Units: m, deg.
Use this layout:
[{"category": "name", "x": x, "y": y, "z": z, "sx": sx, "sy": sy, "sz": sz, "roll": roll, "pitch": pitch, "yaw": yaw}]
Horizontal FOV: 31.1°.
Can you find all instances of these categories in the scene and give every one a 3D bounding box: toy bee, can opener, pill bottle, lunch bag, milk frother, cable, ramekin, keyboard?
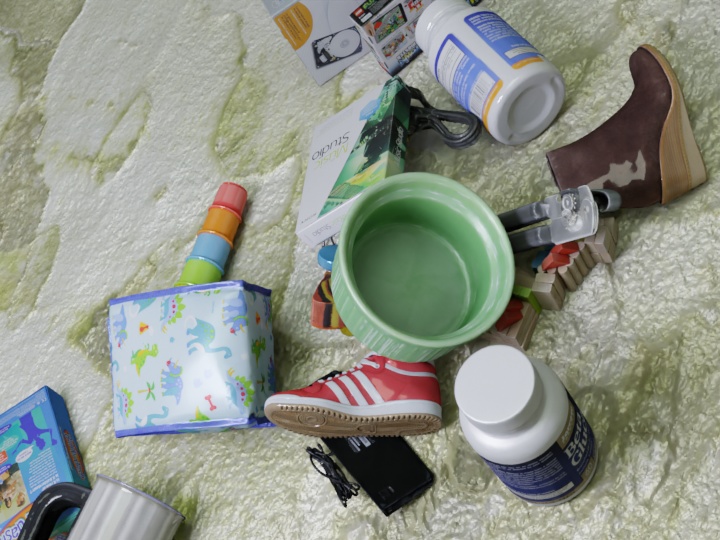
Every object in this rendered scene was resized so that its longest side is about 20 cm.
[{"category": "toy bee", "x": 0.000, "y": 0.000, "z": 1.533, "sx": 0.107, "sy": 0.132, "sz": 0.201, "roll": 4, "pitch": 50, "yaw": 1}, {"category": "can opener", "x": 0.215, "y": -0.053, "z": 1.443, "sx": 0.200, "sy": 0.066, "sz": 0.054, "roll": -18, "pitch": 80, "yaw": 64}, {"category": "pill bottle", "x": 0.164, "y": 0.154, "z": 1.302, "sx": 0.110, "sy": 0.200, "sz": 0.112, "roll": -12, "pitch": 58, "yaw": 20}, {"category": "lunch bag", "x": -0.205, "y": 0.108, "z": 1.535, "sx": 0.198, "sy": 0.127, "sz": 0.172, "roll": -7, "pitch": 80, "yaw": 14}, {"category": "pill bottle", "x": 0.154, "y": -0.255, "z": 1.600, "sx": 0.112, "sy": 0.112, "sz": 0.200, "roll": -39, "pitch": 52, "yaw": 1}, {"category": "milk frother", "x": -0.315, "y": 0.316, "z": 1.432, "sx": 0.179, "sy": 0.200, "sz": 0.190, "roll": 23, "pitch": 72, "yaw": 3}, {"category": "cable", "x": 0.085, "y": -0.184, "z": 1.619, "sx": 0.199, "sy": 0.051, "sz": 0.097, "roll": 11, "pitch": 55, "yaw": 41}, {"category": "ramekin", "x": 0.062, "y": 0.003, "z": 1.427, "sx": 0.198, "sy": 0.098, "sz": 0.202, "roll": 6, "pitch": 67, "yaw": -13}, {"category": "keyboard", "x": -0.010, "y": 0.205, "z": 1.473, "sx": 0.103, "sy": 0.040, "sz": 0.200, "roll": -28, "pitch": 49, "yaw": -20}]

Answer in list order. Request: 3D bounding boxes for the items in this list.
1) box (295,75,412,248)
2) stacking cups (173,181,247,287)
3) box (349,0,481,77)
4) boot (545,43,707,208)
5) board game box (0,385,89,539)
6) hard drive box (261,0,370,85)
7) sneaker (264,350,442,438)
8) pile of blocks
[{"category": "box", "x": -0.007, "y": -0.134, "z": 1.568, "sx": 0.144, "sy": 0.036, "sz": 0.201, "roll": -30, "pitch": 36, "yaw": 31}, {"category": "stacking cups", "x": -0.198, "y": -0.021, "z": 1.676, "sx": 0.060, "sy": 0.061, "sz": 0.202, "roll": 2, "pitch": 60, "yaw": 27}, {"category": "box", "x": 0.088, "y": -0.356, "z": 1.692, "sx": 0.200, "sy": 0.110, "sz": 0.035, "roll": -40, "pitch": 52, "yaw": -1}, {"category": "boot", "x": 0.292, "y": -0.160, "z": 1.488, "sx": 0.165, "sy": 0.072, "sz": 0.202, "roll": -15, "pitch": 64, "yaw": 3}, {"category": "board game box", "x": -0.421, "y": 0.267, "z": 1.623, "sx": 0.151, "sy": 0.045, "sz": 0.201, "roll": -31, "pitch": 53, "yaw": 6}, {"category": "hard drive box", "x": -0.019, "y": -0.367, "z": 1.723, "sx": 0.199, "sy": 0.156, "sz": 0.077, "roll": -35, "pitch": 53, "yaw": 5}, {"category": "sneaker", "x": -0.008, "y": 0.125, "z": 1.462, "sx": 0.198, "sy": 0.071, "sz": 0.114, "roll": 2, "pitch": 59, "yaw": -3}, {"category": "pile of blocks", "x": 0.205, "y": 0.000, "z": 1.458, "sx": 0.200, "sy": 0.062, "sz": 0.082, "roll": -44, "pitch": 53, "yaw": -4}]
